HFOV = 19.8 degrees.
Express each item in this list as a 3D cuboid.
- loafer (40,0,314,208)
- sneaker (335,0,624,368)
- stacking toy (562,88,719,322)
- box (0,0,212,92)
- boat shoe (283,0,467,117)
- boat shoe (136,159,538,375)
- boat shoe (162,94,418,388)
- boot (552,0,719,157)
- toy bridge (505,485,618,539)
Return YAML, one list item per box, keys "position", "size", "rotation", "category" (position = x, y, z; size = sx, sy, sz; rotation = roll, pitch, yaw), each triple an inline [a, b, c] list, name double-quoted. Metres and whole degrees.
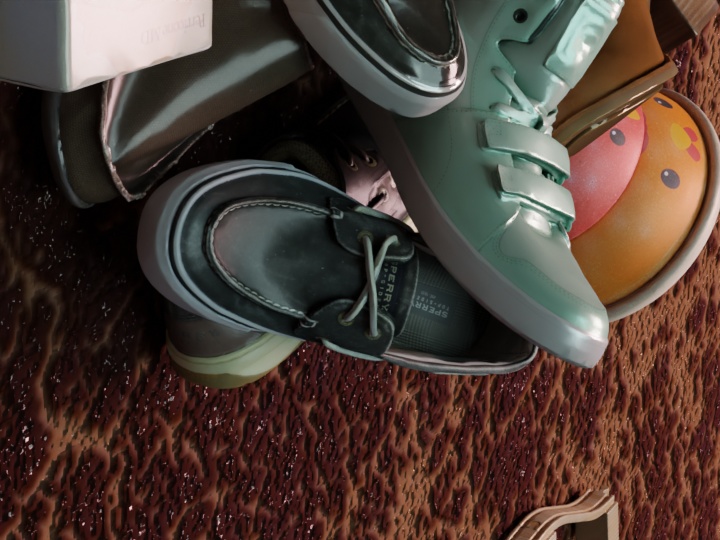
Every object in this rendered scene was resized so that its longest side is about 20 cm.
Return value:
- position: [-0.057, -0.101, 0.843]
  size: [0.200, 0.071, 0.073]
  rotation: [-55, 144, -32]
  category: "loafer"
- position: [0.074, -0.062, 0.877]
  size: [0.118, 0.201, 0.074]
  rotation: [-41, 149, 18]
  category: "sneaker"
- position: [0.084, -0.071, 1.074]
  size: [0.200, 0.146, 0.146]
  rotation: [35, 71, -42]
  category: "stacking toy"
- position: [-0.105, -0.172, 0.722]
  size: [0.095, 0.078, 0.200]
  rotation: [-29, 127, -53]
  category: "box"
- position: [-0.006, -0.156, 0.821]
  size: [0.071, 0.064, 0.200]
  rotation: [-38, 102, -42]
  category: "boat shoe"
- position: [0.000, 0.000, 0.870]
  size: [0.200, 0.071, 0.072]
  rotation: [14, 90, -42]
  category: "boat shoe"
- position: [-0.020, -0.032, 0.937]
  size: [0.200, 0.073, 0.065]
  rotation: [-53, 149, -34]
  category: "boat shoe"
- position: [0.088, -0.145, 1.008]
  size: [0.155, 0.074, 0.200]
  rotation: [49, 35, -7]
  category: "boot"
- position: [0.110, 0.189, 1.305]
  size: [0.200, 0.027, 0.067]
  rotation: [-40, 134, -47]
  category: "toy bridge"
